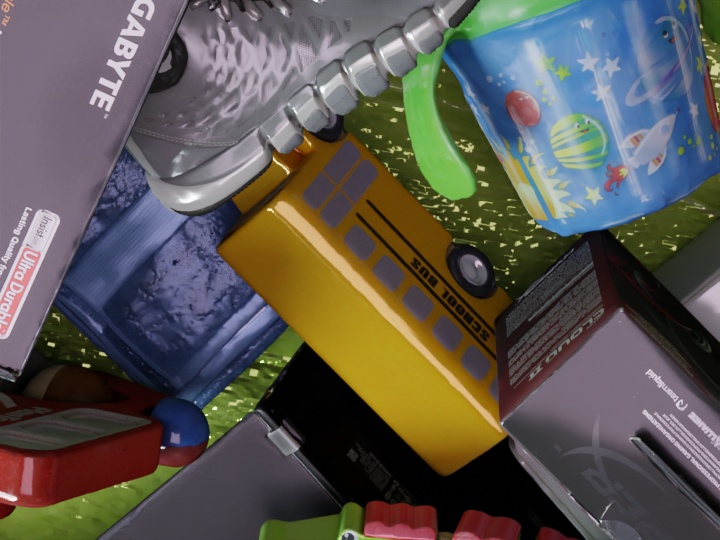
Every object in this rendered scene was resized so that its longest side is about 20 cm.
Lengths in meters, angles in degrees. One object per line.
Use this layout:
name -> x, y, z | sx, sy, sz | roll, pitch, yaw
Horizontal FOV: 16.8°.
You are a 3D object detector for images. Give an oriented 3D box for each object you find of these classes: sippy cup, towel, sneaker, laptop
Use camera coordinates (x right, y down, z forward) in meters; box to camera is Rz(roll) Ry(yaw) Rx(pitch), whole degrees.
sippy cup -> 0.107, -0.092, 1.147 | 0.177, 0.140, 0.131 | -21, 102, 4
towel -> -0.121, -0.028, 1.209 | 0.112, 0.049, 0.200 | -43, 101, 9
sneaker -> -0.038, -0.121, 1.057 | 0.200, 0.075, 0.116 | -39, 114, 6
laptop -> -0.012, 0.138, 1.224 | 0.116, 0.200, 0.187 | -29, 107, 43

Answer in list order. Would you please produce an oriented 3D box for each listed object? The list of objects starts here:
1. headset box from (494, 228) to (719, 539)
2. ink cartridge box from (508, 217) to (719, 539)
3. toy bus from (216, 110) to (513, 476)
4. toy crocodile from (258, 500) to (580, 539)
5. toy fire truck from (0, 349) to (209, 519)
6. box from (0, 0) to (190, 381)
headset box -> 0.135, 0.072, 1.076 | 0.149, 0.200, 0.075 | 45, 101, -6
ink cartridge box -> 0.190, 0.065, 1.219 | 0.200, 0.083, 0.147 | -39, 102, 9
toy bus -> 0.000, 0.000, 1.178 | 0.200, 0.078, 0.065 | 45, 133, -9
toy crocodile -> 0.050, 0.138, 1.127 | 0.199, 0.068, 0.062 | 9, 106, 4
toy fire truck -> -0.165, 0.073, 1.141 | 0.167, 0.200, 0.113 | 11, 97, 24
box -> -0.190, -0.084, 1.001 | 0.198, 0.050, 0.201 | 25, 96, -7
